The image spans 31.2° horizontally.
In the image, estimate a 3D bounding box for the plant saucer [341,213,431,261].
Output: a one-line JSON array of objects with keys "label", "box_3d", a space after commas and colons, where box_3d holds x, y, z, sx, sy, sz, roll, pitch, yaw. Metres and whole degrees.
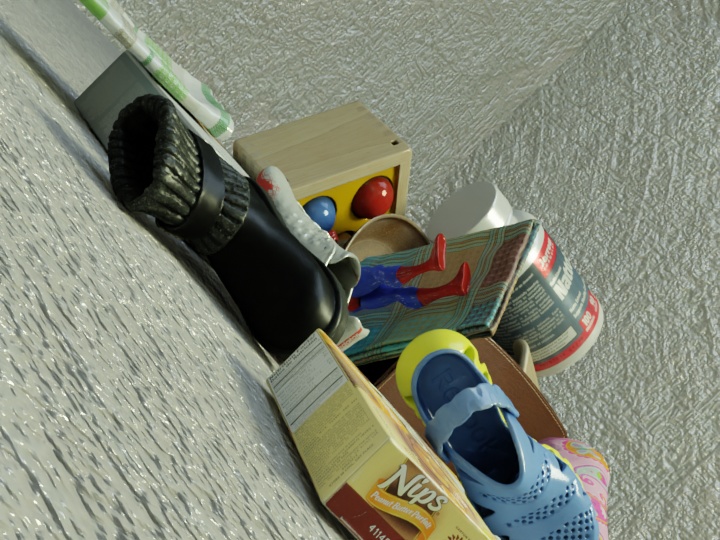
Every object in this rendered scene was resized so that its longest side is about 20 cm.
[{"label": "plant saucer", "box_3d": [0.017, 0.045, 1.290, 0.036, 0.202, 0.200, 3, -30, 38]}]

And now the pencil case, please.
[{"label": "pencil case", "box_3d": [0.170, 0.220, 1.097, 0.088, 0.087, 0.200, 46, 22, -7]}]

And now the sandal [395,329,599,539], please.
[{"label": "sandal", "box_3d": [0.097, 0.136, 0.897, 0.200, 0.079, 0.087, 48, 4, -14]}]

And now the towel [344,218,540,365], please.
[{"label": "towel", "box_3d": [0.053, 0.021, 1.129, 0.198, 0.147, 0.022, -15, -57, 38]}]

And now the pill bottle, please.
[{"label": "pill bottle", "box_3d": [0.162, 0.007, 1.380, 0.200, 0.119, 0.120, 49, 0, -27]}]

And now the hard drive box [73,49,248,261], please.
[{"label": "hard drive box", "box_3d": [-0.163, -0.094, 1.201, 0.156, 0.077, 0.200, 45, 2, -45]}]

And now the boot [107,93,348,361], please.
[{"label": "boot", "box_3d": [-0.106, -0.030, 0.982, 0.211, 0.079, 0.158, 50, 4, 38]}]

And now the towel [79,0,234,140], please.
[{"label": "towel", "box_3d": [-0.202, -0.213, 1.216, 0.200, 0.031, 0.149, 46, 0, -27]}]

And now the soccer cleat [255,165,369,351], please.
[{"label": "soccer cleat", "box_3d": [-0.043, -0.011, 1.077, 0.069, 0.084, 0.202, 45, 26, -50]}]

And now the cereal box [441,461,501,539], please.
[{"label": "cereal box", "box_3d": [0.054, 0.173, 0.969, 0.144, 0.039, 0.200, 47, 1, -27]}]

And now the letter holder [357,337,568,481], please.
[{"label": "letter holder", "box_3d": [0.079, 0.121, 1.189, 0.200, 0.142, 0.101, 46, 1, -29]}]

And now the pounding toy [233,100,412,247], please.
[{"label": "pounding toy", "box_3d": [-0.021, -0.043, 1.349, 0.142, 0.182, 0.202, 46, -35, 38]}]

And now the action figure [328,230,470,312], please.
[{"label": "action figure", "box_3d": [0.000, 0.000, 1.127, 0.065, 0.198, 0.100, 46, 37, -37]}]

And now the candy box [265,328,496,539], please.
[{"label": "candy box", "box_3d": [0.012, 0.119, 0.779, 0.116, 0.055, 0.200, 48, -1, -19]}]

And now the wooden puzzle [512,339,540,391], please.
[{"label": "wooden puzzle", "box_3d": [0.165, 0.204, 1.347, 0.186, 0.046, 0.202, 69, 23, -45]}]
